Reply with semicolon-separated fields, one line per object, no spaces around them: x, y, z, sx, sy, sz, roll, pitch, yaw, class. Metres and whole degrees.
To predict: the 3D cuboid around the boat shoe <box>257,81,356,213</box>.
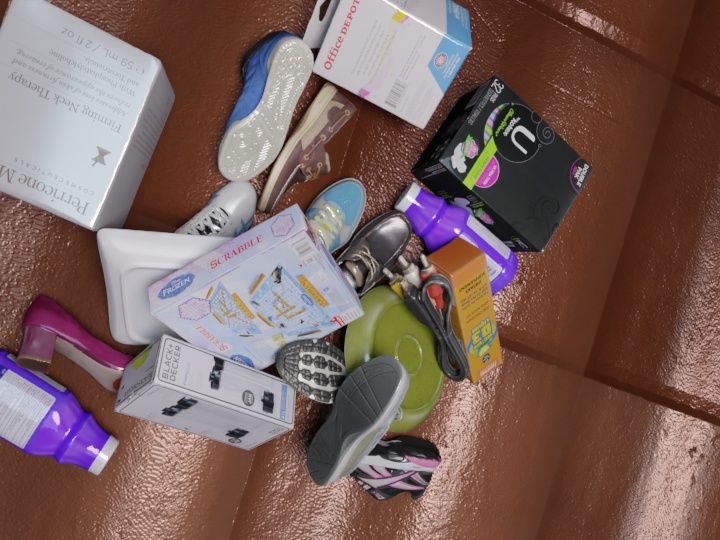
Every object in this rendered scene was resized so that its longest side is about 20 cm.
-0.071;-0.159;0.827;0.071;0.072;0.204;32;79;-11;boat shoe

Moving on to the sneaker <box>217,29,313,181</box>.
-0.135;-0.224;0.803;0.075;0.112;0.203;19;111;-30;sneaker

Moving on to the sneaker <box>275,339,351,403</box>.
-0.042;0.150;0.817;0.196;0.087;0.079;23;63;-35;sneaker

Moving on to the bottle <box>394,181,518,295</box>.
0.137;-0.048;0.874;0.198;0.083;0.066;38;49;-8;bottle

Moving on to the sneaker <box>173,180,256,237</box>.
-0.210;-0.041;0.796;0.072;0.072;0.201;43;81;-10;sneaker

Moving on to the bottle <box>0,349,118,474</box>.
-0.402;0.184;0.752;0.198;0.065;0.085;36;84;-13;bottle

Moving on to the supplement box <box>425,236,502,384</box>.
0.151;0.060;0.849;0.065;0.069;0.204;-30;127;-18;supplement box

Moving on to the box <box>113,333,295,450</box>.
-0.190;0.160;0.751;0.197;0.116;0.062;27;47;-32;box

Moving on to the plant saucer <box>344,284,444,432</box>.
0.060;0.120;0.837;0.196;0.031;0.207;14;70;-41;plant saucer

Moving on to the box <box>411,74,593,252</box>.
0.202;-0.145;0.865;0.198;0.124;0.150;38;83;-13;box

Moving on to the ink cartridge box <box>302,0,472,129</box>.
0.032;-0.313;0.791;0.195;0.130;0.128;24;42;-13;ink cartridge box

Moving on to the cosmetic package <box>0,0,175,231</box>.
-0.339;-0.172;0.711;0.163;0.166;0.206;23;88;-13;cosmetic package

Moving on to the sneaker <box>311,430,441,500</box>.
0.019;0.290;0.864;0.193;0.080;0.089;13;100;-8;sneaker

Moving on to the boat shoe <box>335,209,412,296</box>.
0.000;0.000;0.832;0.074;0.073;0.200;43;94;-10;boat shoe

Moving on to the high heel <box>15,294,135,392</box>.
-0.337;0.097;0.783;0.196;0.067;0.099;25;45;-33;high heel

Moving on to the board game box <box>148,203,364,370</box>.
-0.116;0.038;0.723;0.195;0.042;0.201;-27;142;4;board game box

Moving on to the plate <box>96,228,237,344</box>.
-0.221;0.037;0.750;0.192;0.033;0.203;4;135;-13;plate

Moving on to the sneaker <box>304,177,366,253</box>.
-0.053;-0.047;0.803;0.079;0.130;0.201;42;83;-10;sneaker

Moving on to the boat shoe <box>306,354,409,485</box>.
0.003;0.190;0.755;0.064;0.075;0.205;9;119;-45;boat shoe

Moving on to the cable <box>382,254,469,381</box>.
0.112;0.064;0.817;0.202;0.095;0.051;53;44;-22;cable
